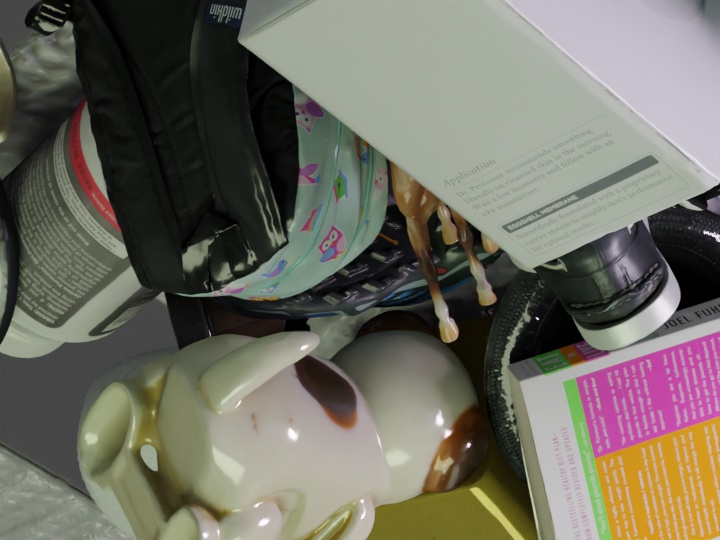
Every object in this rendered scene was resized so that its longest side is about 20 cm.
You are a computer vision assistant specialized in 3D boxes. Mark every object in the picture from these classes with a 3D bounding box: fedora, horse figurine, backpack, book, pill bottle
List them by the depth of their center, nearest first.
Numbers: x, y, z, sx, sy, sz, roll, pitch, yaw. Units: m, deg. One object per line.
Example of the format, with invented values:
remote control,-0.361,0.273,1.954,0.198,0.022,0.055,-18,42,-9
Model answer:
backpack,-0.064,-0.085,1.317,0.167,0.200,0.126,-17,171,36
horse figurine,0.042,-0.055,1.350,0.050,0.200,0.133,-13,112,11
book,0.190,0.086,1.445,0.200,0.048,0.134,-16,113,-9
pill bottle,-0.154,-0.026,1.488,0.111,0.111,0.200,29,139,-22
fedora,0.147,0.037,1.489,0.200,0.092,0.201,-7,117,-14

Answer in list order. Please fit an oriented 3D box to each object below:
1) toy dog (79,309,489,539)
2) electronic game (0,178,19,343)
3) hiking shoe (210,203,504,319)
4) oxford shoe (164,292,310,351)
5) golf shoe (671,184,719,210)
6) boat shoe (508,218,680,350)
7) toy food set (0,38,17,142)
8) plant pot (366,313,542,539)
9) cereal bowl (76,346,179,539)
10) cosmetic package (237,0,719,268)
toy dog,-0.030,0.084,1.433,0.200,0.140,0.194,-7,133,-35
electronic game,-0.274,-0.027,1.497,0.200,0.042,0.200,15,116,34
hiking shoe,0.000,0.000,1.456,0.200,0.075,0.087,-11,155,-26
oxford shoe,-0.066,0.038,1.544,0.084,0.073,0.200,-18,178,-4
golf shoe,0.151,-0.082,1.354,0.200,0.095,0.078,5,144,11
boat shoe,0.108,-0.028,1.305,0.076,0.200,0.060,-33,114,-3
toy food set,-0.286,-0.145,1.374,0.143,0.060,0.200,-10,121,24
plant pot,0.069,0.140,1.586,0.200,0.200,0.176,-15,132,30
cereal bowl,-0.095,0.140,1.715,0.200,0.083,0.200,7,144,5
cosmetic package,0.066,-0.146,1.202,0.123,0.200,0.200,-25,130,37
